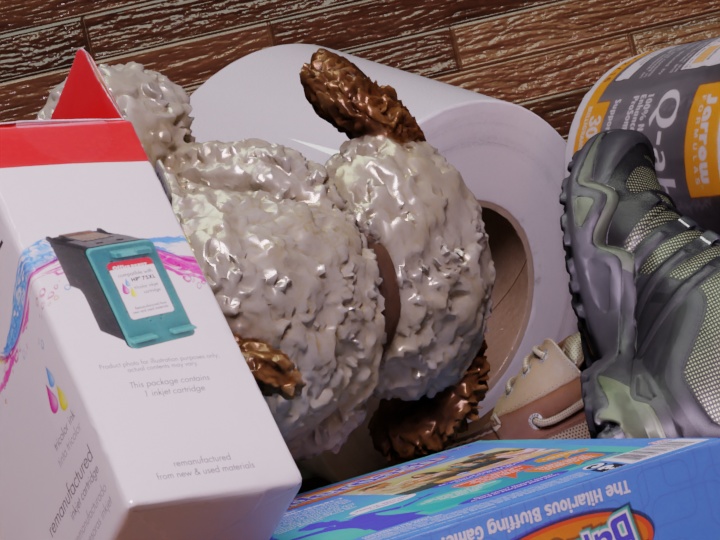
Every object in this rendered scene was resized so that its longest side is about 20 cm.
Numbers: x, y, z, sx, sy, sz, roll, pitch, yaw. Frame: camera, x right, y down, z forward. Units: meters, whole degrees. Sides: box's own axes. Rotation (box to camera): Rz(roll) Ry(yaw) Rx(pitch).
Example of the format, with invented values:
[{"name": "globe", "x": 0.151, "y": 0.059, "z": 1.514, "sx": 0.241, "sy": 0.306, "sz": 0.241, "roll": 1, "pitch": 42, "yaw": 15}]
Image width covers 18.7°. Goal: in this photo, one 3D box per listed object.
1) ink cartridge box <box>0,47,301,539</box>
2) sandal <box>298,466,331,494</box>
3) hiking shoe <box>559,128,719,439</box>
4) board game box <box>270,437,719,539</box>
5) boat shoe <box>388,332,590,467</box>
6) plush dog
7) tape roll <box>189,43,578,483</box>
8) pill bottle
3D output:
[{"name": "ink cartridge box", "x": -0.104, "y": 0.031, "z": 0.760, "sx": 0.067, "sy": 0.201, "sz": 0.117, "roll": -5, "pitch": -39, "yaw": -33}, {"name": "sandal", "x": -0.044, "y": 0.102, "z": 1.185, "sx": 0.198, "sy": 0.055, "sz": 0.082, "roll": -13, "pitch": 1, "yaw": 11}, {"name": "hiking shoe", "x": 0.137, "y": 0.018, "z": 0.892, "sx": 0.100, "sy": 0.201, "sz": 0.076, "roll": -9, "pitch": -43, "yaw": 7}, {"name": "board game box", "x": 0.024, "y": 0.099, "z": 0.783, "sx": 0.151, "sy": 0.045, "sz": 0.200, "roll": -15, "pitch": 1, "yaw": -21}, {"name": "boat shoe", "x": 0.101, "y": 0.062, "z": 0.979, "sx": 0.198, "sy": 0.073, "sz": 0.076, "roll": -13, "pitch": 1, "yaw": 27}, {"name": "plush dog", "x": -0.019, "y": 0.005, "z": 0.867, "sx": 0.171, "sy": 0.202, "sz": 0.160, "roll": -20, "pitch": 15, "yaw": -35}, {"name": "tape roll", "x": 0.000, "y": 0.000, "z": 1.080, "sx": 0.202, "sy": 0.205, "sz": 0.139, "roll": -14, "pitch": 26, "yaw": -40}, {"name": "pill bottle", "x": 0.185, "y": -0.051, "z": 0.973, "sx": 0.115, "sy": 0.118, "sz": 0.200, "roll": -14, "pitch": 4, "yaw": -24}]
